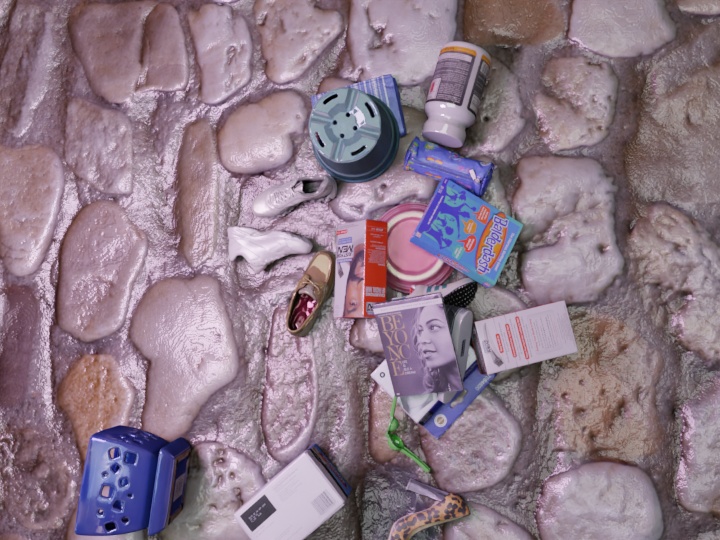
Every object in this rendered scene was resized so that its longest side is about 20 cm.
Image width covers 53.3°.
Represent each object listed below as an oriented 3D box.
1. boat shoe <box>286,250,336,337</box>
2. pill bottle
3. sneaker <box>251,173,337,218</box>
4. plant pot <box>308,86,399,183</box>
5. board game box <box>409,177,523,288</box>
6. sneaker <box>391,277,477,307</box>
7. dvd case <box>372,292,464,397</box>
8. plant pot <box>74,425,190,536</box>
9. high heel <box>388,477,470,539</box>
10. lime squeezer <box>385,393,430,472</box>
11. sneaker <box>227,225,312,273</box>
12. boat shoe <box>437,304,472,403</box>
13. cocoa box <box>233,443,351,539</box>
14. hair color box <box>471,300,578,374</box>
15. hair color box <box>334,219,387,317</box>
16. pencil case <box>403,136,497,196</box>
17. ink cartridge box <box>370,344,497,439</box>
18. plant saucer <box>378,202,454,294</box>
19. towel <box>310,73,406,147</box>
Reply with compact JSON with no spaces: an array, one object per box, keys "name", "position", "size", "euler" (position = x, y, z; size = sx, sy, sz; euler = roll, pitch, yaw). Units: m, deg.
[{"name":"boat shoe","position":[-0.107,0.050,1.564],"size":[0.073,0.066,0.202],"euler":[19,87,8]},{"name":"pill bottle","position":[0.203,-0.377,1.545],"size":[0.115,0.116,0.202],"euler":[16,86,8]},{"name":"sneaker","position":[-0.152,-0.170,1.585],"size":[0.198,0.081,0.076],"euler":[-19,84,6]},{"name":"plant pot","position":[-0.020,-0.291,1.507],"size":[0.198,0.196,0.203],"euler":[0,93,5]},{"name":"board game box","position":[0.224,-0.079,1.513],"size":[0.199,0.045,0.153],"euler":[30,74,-4]},{"name":"sneaker","position":[0.154,0.050,1.513],"size":[0.199,0.071,0.093],"euler":[-25,46,-27]},{"name":"dvd case","position":[0.115,0.152,1.436],"size":[0.147,0.016,0.202],"euler":[-10,99,24]},{"name":"plant pot","position":[-0.465,0.442,1.508],"size":[0.178,0.200,0.202],"euler":[6,85,0]},{"name":"high heel","position":[0.136,0.548,1.483],"size":[0.141,0.071,0.202],"euler":[18,78,14]},{"name":"lime squeezer","position":[0.082,0.339,1.513],"size":[0.070,0.038,0.202],"euler":[-11,101,38]},{"name":"sneaker","position":[-0.201,-0.042,1.588],"size":[0.198,0.078,0.101],"euler":[6,92,16]},{"name":"boat shoe","position":[0.177,0.170,1.478],"size":[0.067,0.071,0.202],"euler":[17,106,36]},{"name":"cocoa box","position":[-0.137,0.481,1.493],"size":[0.200,0.131,0.134],"euler":[-41,82,1]},{"name":"hair color box","position":[0.335,0.139,1.489],"size":[0.198,0.064,0.112],"euler":[-12,83,-8]},{"name":"hair color box","position":[0.000,0.000,1.523],"size":[0.063,0.110,0.202],"euler":[4,84,-36]},{"name":"pencil case","position":[0.190,-0.223,1.548],"size":[0.198,0.087,0.079],"euler":[21,107,9]},{"name":"ink cartridge box","position":[0.157,0.222,1.530],"size":[0.200,0.041,0.200],"euler":[43,90,8]},{"name":"plant saucer","position":[0.115,-0.050,1.557],"size":[0.198,0.051,0.203],"euler":[-1,85,6]},{"name":"towel","position":[-0.004,-0.349,1.617],"size":[0.198,0.024,0.146],"euler":[-13,85,7]}]
